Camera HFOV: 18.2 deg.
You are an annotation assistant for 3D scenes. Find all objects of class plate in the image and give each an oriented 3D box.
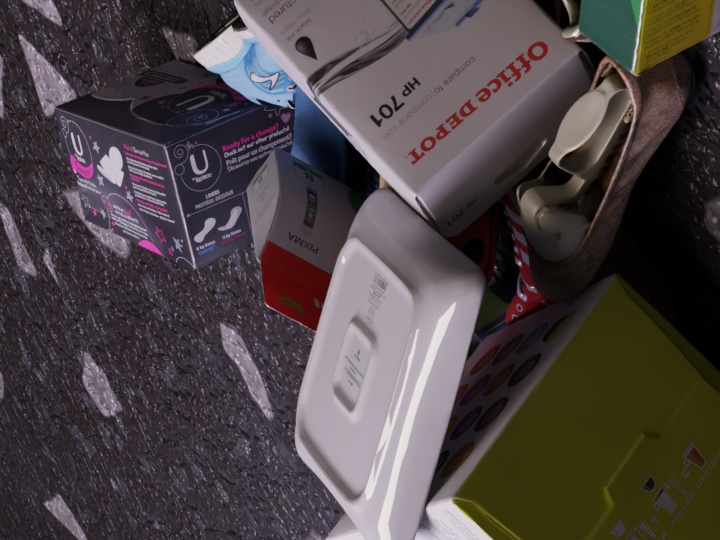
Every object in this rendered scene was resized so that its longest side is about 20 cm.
[{"bbox_3d":[0.008,0.064,1.433,0.200,0.032,0.201,-134,58,-64],"label":"plate"}]

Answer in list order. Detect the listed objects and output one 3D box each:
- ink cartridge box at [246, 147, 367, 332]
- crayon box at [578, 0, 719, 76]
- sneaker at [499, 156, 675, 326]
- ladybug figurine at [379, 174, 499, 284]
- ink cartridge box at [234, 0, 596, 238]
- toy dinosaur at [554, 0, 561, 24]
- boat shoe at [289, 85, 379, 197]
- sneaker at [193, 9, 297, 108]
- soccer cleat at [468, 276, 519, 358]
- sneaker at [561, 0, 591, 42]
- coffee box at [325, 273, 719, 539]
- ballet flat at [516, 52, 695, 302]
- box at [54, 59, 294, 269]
[{"bbox_3d":[0.000,0.000,1.627,0.161,0.050,0.200,29,-162,-18],"label":"ink cartridge box"},{"bbox_3d":[0.183,-0.212,1.171,0.051,0.127,0.200,44,149,32],"label":"crayon box"},{"bbox_3d":[0.125,-0.025,1.537,0.200,0.071,0.112,59,152,0],"label":"sneaker"},{"bbox_3d":[0.057,-0.050,1.558,0.136,0.072,0.201,66,-155,-60],"label":"ladybug figurine"},{"bbox_3d":[0.038,-0.144,1.469,0.200,0.146,0.086,48,179,27],"label":"ink cartridge box"},{"bbox_3d":[0.081,-0.255,1.424,0.200,0.058,0.101,47,170,7],"label":"toy dinosaur"},{"bbox_3d":[-0.011,-0.088,1.740,0.084,0.069,0.200,38,143,16],"label":"boat shoe"},{"bbox_3d":[-0.053,-0.174,1.745,0.090,0.078,0.200,47,161,-12],"label":"sneaker"},{"bbox_3d":[0.081,0.060,1.690,0.065,0.084,0.200,56,155,8],"label":"soccer cleat"},{"bbox_3d":[0.114,-0.230,1.331,0.070,0.075,0.200,-24,97,54],"label":"sneaker"},{"bbox_3d":[0.140,0.156,1.474,0.200,0.200,0.198,43,154,-8],"label":"coffee box"},{"bbox_3d":[0.136,-0.061,1.405,0.068,0.067,0.200,48,129,34],"label":"ballet flat"},{"bbox_3d":[-0.148,-0.096,1.907,0.200,0.132,0.115,23,132,53],"label":"box"}]
